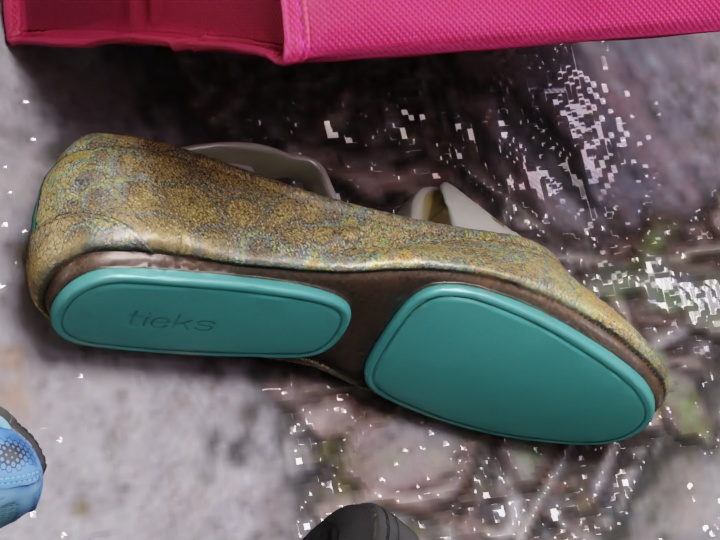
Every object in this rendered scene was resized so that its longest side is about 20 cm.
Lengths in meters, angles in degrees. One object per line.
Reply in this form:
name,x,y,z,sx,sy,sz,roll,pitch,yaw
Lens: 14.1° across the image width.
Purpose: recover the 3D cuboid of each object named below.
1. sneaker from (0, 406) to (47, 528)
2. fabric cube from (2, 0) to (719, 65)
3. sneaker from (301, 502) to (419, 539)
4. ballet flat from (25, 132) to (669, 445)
sneaker,-0.155,0.107,0.723,0.200,0.078,0.090,-37,77,-22
fabric cube,0.021,-0.162,0.805,0.199,0.200,0.196,-6,99,-27
sneaker,-0.070,0.120,0.772,0.104,0.060,0.200,40,64,-13
ballet flat,0.000,0.000,0.849,0.200,0.071,0.071,12,67,-21
